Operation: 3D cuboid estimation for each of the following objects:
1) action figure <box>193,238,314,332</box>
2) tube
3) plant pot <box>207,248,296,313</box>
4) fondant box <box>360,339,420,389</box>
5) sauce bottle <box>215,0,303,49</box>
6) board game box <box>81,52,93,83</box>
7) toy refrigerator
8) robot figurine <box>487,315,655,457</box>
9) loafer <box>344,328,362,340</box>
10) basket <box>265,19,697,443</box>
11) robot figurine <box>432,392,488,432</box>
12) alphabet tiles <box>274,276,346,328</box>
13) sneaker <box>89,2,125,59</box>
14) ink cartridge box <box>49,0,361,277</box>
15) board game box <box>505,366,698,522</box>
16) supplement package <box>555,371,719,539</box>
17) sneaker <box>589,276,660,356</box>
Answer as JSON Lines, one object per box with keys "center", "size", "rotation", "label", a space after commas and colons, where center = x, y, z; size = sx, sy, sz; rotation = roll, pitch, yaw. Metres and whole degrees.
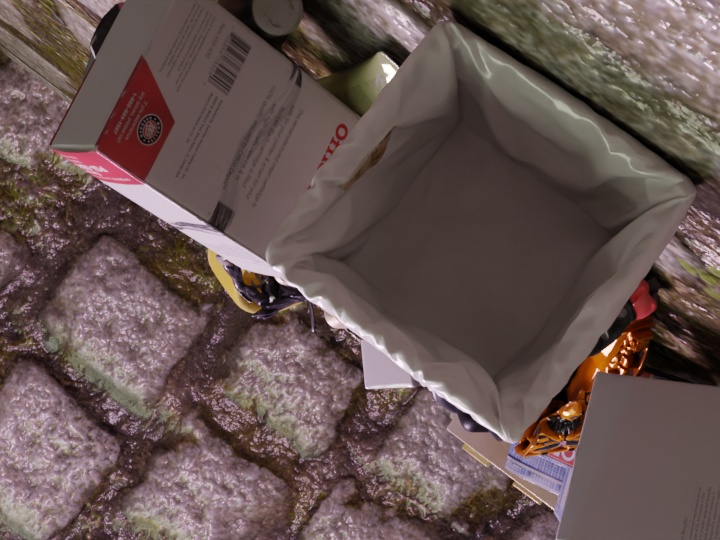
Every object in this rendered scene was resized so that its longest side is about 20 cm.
{"center": [-0.100, -0.027, 1.253], "size": [0.200, 0.119, 0.102], "rotation": [40, 149, 26], "label": "action figure"}
{"center": [0.007, -0.141, 1.002], "size": [0.058, 0.052, 0.200], "rotation": [-4, -176, -21], "label": "tube"}
{"center": [-0.110, -0.083, 1.442], "size": [0.189, 0.201, 0.201], "rotation": [52, 180, 25], "label": "plant pot"}
{"center": [0.055, 0.052, 1.385], "size": [0.058, 0.145, 0.200], "rotation": [-6, 179, 20], "label": "fondant box"}
{"center": [-0.092, -0.203, 1.001], "size": [0.065, 0.065, 0.200], "rotation": [40, 171, -20], "label": "sauce bottle"}
{"center": [-0.152, -0.173, 1.189], "size": [0.200, 0.105, 0.103], "rotation": [42, -150, -29], "label": "board game box"}
{"center": [0.195, 0.215, 1.347], "size": [0.200, 0.070, 0.076], "rotation": [36, 177, 30], "label": "toy refrigerator"}
{"center": [0.186, 0.103, 1.105], "size": [0.200, 0.145, 0.058], "rotation": [100, 158, -49], "label": "robot figurine"}
{"center": [0.000, 0.000, 1.197], "size": [0.076, 0.068, 0.200], "rotation": [-3, 144, 15], "label": "loafer"}
{"center": [0.076, -0.019, 0.814], "size": [0.200, 0.198, 0.161], "rotation": [36, 175, 8], "label": "basket"}
{"center": [0.121, 0.066, 1.247], "size": [0.125, 0.150, 0.200], "rotation": [41, -154, -47], "label": "robot figurine"}
{"center": [-0.008, -0.047, 1.104], "size": [0.195, 0.200, 0.015], "rotation": [0, 163, -43], "label": "alphabet tiles"}
{"center": [-0.164, -0.145, 1.094], "size": [0.200, 0.080, 0.086], "rotation": [47, 164, -14], "label": "sneaker"}
{"center": [-0.111, -0.103, 0.941], "size": [0.200, 0.147, 0.083], "rotation": [35, 163, -36], "label": "ink cartridge box"}
{"center": [0.228, 0.182, 1.223], "size": [0.200, 0.200, 0.062], "rotation": [19, -175, 43], "label": "board game box"}
{"center": [0.292, 0.191, 1.018], "size": [0.200, 0.152, 0.151], "rotation": [5, 156, 30], "label": "supplement package"}
{"center": [0.142, -0.006, 0.969], "size": [0.200, 0.098, 0.071], "rotation": [41, 174, -16], "label": "sneaker"}
